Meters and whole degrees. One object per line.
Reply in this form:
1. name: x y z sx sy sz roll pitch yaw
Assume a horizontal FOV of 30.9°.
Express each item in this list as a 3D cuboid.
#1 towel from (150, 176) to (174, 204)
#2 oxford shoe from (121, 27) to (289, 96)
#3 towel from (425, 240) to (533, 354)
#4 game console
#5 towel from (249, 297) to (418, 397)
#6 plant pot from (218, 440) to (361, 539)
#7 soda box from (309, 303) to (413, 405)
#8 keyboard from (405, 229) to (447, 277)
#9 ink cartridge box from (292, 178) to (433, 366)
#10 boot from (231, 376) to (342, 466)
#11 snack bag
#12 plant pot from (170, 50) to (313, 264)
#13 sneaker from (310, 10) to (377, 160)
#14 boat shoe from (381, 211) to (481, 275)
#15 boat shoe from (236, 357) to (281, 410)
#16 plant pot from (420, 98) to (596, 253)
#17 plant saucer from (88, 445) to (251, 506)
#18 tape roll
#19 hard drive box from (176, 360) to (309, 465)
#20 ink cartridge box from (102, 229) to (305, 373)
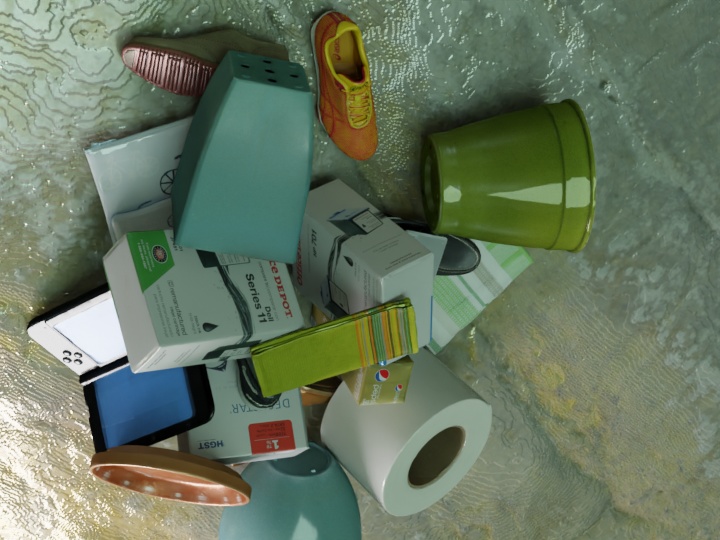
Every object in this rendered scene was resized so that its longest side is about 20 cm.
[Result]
1. towel: -0.154 -0.078 1.650 0.147 0.024 0.200 -43 125 2
2. oxford shoe: -0.180 -0.249 1.530 0.199 0.075 0.070 11 151 -15
3. towel: 0.135 0.012 1.820 0.200 0.031 0.149 -42 126 3
4. game console: -0.296 0.120 1.592 0.199 0.117 0.176 -23 129 28
5. towel: -0.028 0.095 1.544 0.199 0.018 0.086 -17 130 -6
6. plant pot: -0.091 0.313 1.785 0.199 0.200 0.135 -4 118 -21
7. soda box: -0.001 0.093 1.701 0.067 0.200 0.064 -1 121 -23
8. keyboard: 0.068 0.021 1.748 0.056 0.011 0.200 7 137 -8
9. ink cartridge box: 0.000 0.000 1.632 0.086 0.200 0.147 -26 135 -28
10. boot: -0.129 0.203 1.785 0.199 0.077 0.156 1 119 -29
11. snack bag: -0.221 -0.090 1.589 0.188 0.021 0.201 -19 120 -14
12. plant pot: -0.127 -0.137 1.485 0.141 0.141 0.201 8 118 -15
13. sneaker: -0.017 -0.217 1.601 0.073 0.077 0.201 -24 125 -11
14. boat shoe: 0.078 -0.031 1.736 0.199 0.063 0.073 17 99 -21
15. boat shoe: -0.131 0.072 1.624 0.075 0.060 0.201 -12 78 -23
16. plant pot: 0.182 -0.118 1.688 0.192 0.201 0.201 -3 119 -8
17. plant saucer: -0.231 0.250 1.595 0.200 0.200 0.032 22 67 -31
18. tape roll: 0.063 0.218 1.799 0.202 0.139 0.203 -30 141 -28
19. hard drive box: -0.161 0.144 1.667 0.155 0.077 0.201 -5 76 -21
20. ink cartridge box: -0.181 0.028 1.520 0.199 0.147 0.083 -6 159 -37
